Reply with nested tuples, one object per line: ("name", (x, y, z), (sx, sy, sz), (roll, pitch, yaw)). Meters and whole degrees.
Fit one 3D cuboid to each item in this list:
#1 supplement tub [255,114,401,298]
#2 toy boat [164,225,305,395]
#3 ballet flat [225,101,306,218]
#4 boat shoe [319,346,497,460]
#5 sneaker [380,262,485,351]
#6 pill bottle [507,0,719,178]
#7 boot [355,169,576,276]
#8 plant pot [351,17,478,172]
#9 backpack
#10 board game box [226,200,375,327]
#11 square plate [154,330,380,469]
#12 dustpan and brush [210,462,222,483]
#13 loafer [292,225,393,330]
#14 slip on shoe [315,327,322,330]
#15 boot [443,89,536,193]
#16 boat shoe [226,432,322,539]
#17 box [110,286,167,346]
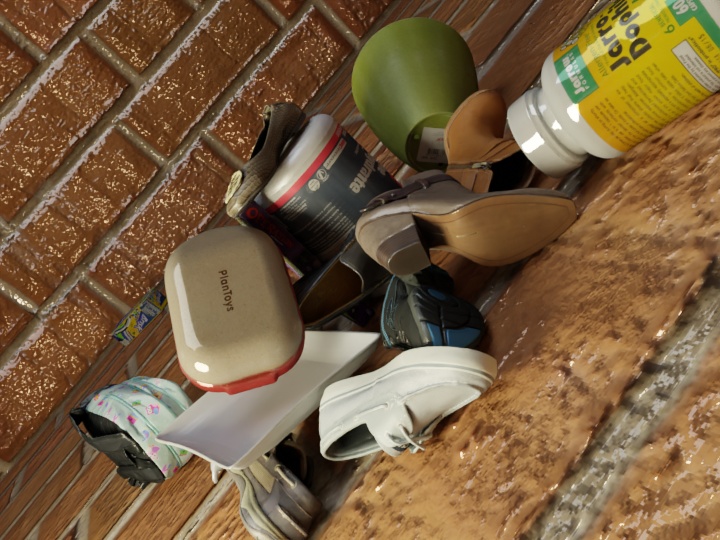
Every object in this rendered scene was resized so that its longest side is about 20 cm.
("supplement tub", (-0.021, -0.077, 0.935), (0.140, 0.200, 0.141), (-43, 18, 18))
("toy boat", (-0.132, 0.052, 0.823), (0.129, 0.131, 0.201), (-14, 53, -8))
("ballet flat", (-0.113, -0.133, 0.861), (0.067, 0.046, 0.201), (-34, 24, 41))
("boat shoe", (0.034, 0.118, 0.629), (0.200, 0.070, 0.072), (-29, 45, 46))
("sneaker", (0.060, 0.051, 0.711), (0.082, 0.073, 0.200), (-62, 8, 13))
("pill bottle", (0.229, -0.169, 0.659), (0.200, 0.113, 0.113), (-36, 21, 36))
("boot", (0.090, -0.059, 0.738), (0.198, 0.071, 0.147), (-14, 28, 3))
("plant pot", (0.091, -0.222, 1.062), (0.187, 0.187, 0.201), (-42, 33, 22))
("backpack", (-0.313, 0.228, 1.103), (0.199, 0.167, 0.127), (-11, 35, 55))
("board game box", (-0.075, -0.012, 0.933), (0.032, 0.200, 0.120), (-50, 17, -10))
("square plate", (-0.095, 0.128, 0.784), (0.200, 0.029, 0.197), (-39, 19, -29))
("dustpan and brush", (-0.161, 0.168, 0.980), (0.140, 0.057, 0.202), (113, 156, -65))
("loafer", (0.000, 0.000, 0.839), (0.200, 0.073, 0.072), (-43, 12, 5))
("slip on shoe", (-0.085, 0.101, 0.928), (0.061, 0.076, 0.200), (-63, 0, 32))
("boot", (0.143, -0.132, 0.853), (0.201, 0.076, 0.155), (-57, 17, -16))
("boat shoe", (-0.078, 0.197, 0.732), (0.073, 0.075, 0.200), (-40, 25, -5))
("box", (-0.680, 0.144, 2.355), (0.200, 0.064, 0.070), (-40, 19, 25))
